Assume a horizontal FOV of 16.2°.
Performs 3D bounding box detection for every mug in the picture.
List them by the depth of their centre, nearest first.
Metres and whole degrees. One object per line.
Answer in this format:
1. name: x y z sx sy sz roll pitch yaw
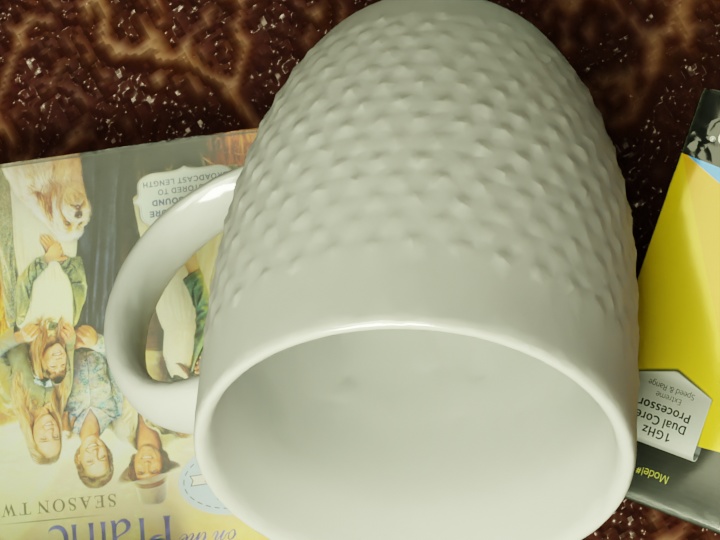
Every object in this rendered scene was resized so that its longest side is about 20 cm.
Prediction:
1. mug: 0.000 0.000 0.897 0.200 0.148 0.176 -13 48 21

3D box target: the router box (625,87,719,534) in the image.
1. router box: 0.193 0.037 0.890 0.200 0.051 0.149 19 93 19

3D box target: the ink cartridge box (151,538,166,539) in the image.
1. ink cartridge box: -0.155 0.194 0.949 0.200 0.086 0.147 -10 104 18

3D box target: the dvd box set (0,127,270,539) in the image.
1. dvd box set: -0.090 0.052 0.992 0.146 0.029 0.200 -6 83 17
